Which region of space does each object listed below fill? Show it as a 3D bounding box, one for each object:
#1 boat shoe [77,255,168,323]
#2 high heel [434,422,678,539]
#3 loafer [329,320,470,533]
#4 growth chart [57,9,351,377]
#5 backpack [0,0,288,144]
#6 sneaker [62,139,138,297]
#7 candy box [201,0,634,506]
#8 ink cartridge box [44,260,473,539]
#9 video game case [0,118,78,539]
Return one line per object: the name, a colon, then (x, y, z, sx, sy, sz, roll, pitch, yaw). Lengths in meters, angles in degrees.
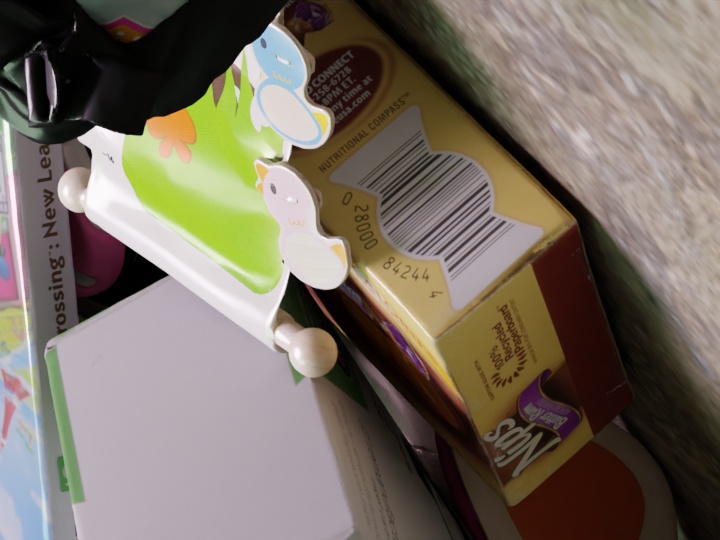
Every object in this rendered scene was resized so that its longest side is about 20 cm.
boat shoe: (-0.100, -0.004, 1.045, 0.200, 0.071, 0.060, -127, 41, -53)
high heel: (0.075, 0.104, 0.984, 0.200, 0.067, 0.096, 50, 162, -23)
loafer: (0.000, 0.000, 1.005, 0.201, 0.071, 0.073, 57, -152, 15)
growth chart: (-0.057, -0.076, 0.809, 0.144, 0.018, 0.201, 25, 132, 48)
backpack: (-0.092, -0.138, 0.604, 0.167, 0.127, 0.200, 32, 163, 30)
sneaker: (-0.105, -0.069, 1.015, 0.200, 0.087, 0.074, 57, 137, 40)
candy box: (-0.009, -0.034, 0.875, 0.200, 0.056, 0.117, 45, 170, 28)
ink cartridge box: (-0.005, 0.112, 0.885, 0.200, 0.084, 0.146, 56, -171, -37)
video game case: (-0.150, 0.019, 0.998, 0.200, 0.022, 0.183, 10, 108, 54)
